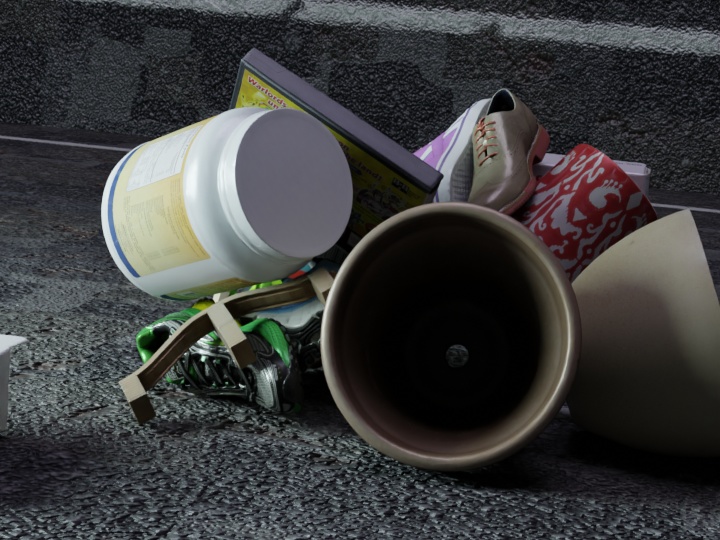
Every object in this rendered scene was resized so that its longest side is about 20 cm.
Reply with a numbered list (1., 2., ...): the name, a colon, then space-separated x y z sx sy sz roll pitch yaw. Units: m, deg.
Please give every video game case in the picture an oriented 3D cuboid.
1. video game case: -0.035 -0.078 1.376 0.199 0.181 0.026 35 54 9

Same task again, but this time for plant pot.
1. plant pot: 0.075 0.062 1.243 0.198 0.203 0.175 6 -9 7
2. plant pot: 0.227 0.065 1.273 0.133 0.203 0.200 -15 7 9

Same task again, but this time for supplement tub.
1. supplement tub: -0.114 -0.056 1.324 0.143 0.146 0.199 -4 -5 -41

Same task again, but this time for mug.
1. mug: 0.188 0.003 1.483 0.178 0.200 0.133 47 -5 -19

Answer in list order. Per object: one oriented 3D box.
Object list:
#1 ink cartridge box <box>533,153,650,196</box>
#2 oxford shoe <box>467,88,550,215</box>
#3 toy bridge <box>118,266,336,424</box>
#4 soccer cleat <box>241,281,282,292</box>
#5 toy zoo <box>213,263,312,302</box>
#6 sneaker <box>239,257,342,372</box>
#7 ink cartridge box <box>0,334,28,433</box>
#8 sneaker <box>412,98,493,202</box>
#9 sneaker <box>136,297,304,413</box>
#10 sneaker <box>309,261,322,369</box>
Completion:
1. ink cartridge box: 0.214 -0.012 1.599 0.145 0.203 0.083 6 10 12
2. oxford shoe: 0.124 -0.104 1.475 0.070 0.075 0.201 -26 21 26
3. toy bridge: -0.105 0.051 1.269 0.199 0.027 0.067 -30 36 -9
4. soccer cleat: -0.051 -0.016 1.593 0.067 0.200 0.081 37 25 -18
5. toy zoo: -0.034 0.004 1.517 0.198 0.133 0.020 15 11 -21
6. sneaker: -0.044 0.037 1.399 0.198 0.079 0.090 -9 37 32
7. ink cartridge box: -0.329 0.093 1.130 0.114 0.069 0.200 7 10 10
8. sneaker: 0.074 -0.111 1.560 0.113 0.073 0.201 -7 24 30
9. sneaker: -0.117 0.083 1.321 0.085 0.079 0.199 -22 21 -34
10. sneaker: 0.000 0.000 1.478 0.199 0.092 0.076 -37 -10 -22
